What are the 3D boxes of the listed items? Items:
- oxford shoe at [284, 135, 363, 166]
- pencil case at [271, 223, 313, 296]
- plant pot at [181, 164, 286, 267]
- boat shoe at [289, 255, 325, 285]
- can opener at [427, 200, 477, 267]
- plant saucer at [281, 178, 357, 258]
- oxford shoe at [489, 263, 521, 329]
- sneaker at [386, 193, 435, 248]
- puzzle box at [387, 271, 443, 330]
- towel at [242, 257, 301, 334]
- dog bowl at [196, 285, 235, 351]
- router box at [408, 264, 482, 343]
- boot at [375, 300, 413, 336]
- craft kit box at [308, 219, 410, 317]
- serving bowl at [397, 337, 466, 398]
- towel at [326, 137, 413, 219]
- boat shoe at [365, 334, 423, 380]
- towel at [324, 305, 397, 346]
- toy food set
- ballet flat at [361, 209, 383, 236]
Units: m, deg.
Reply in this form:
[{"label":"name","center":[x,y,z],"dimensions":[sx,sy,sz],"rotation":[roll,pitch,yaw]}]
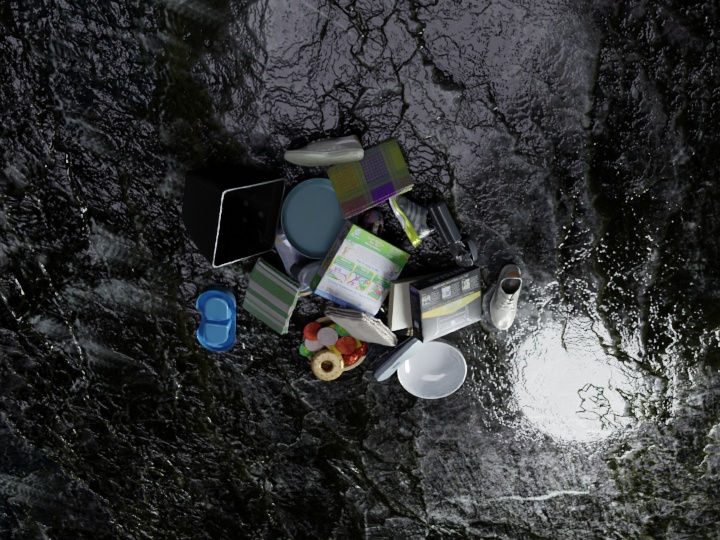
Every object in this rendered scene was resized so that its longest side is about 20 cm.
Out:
[{"label":"oxford shoe","center":[-0.088,-0.292,1.550],"dimensions":[0.197,0.075,0.059],"rotation":[-4,80,14]},{"label":"pencil case","center":[-0.170,-0.030,1.684],"dimensions":[0.090,0.083,0.202],"rotation":[-23,117,-14]},{"label":"plant pot","center":[-0.323,-0.155,1.553],"dimensions":[0.177,0.199,0.201],"rotation":[33,123,29]},{"label":"boat shoe","center":[-0.101,-0.015,1.652],"dimensions":[0.056,0.199,0.069],"rotation":[30,117,27]},{"label":"can opener","center":[0.243,-0.099,1.658],"dimensions":[0.053,0.067,0.201],"rotation":[-4,121,50]},{"label":"plant saucer","center":[-0.106,-0.131,1.616],"dimensions":[0.198,0.027,0.203],"rotation":[-1,94,-19]},{"label":"oxford shoe","center":[0.396,0.080,1.737],"dimensions":[0.074,0.058,0.202],"rotation":[3,120,-2]},{"label":"sneaker","center":[0.121,-0.159,1.621],"dimensions":[0.080,0.074,0.201],"rotation":[-31,117,2]},{"label":"puzzle box","center":[0.164,0.079,1.700],"dimensions":[0.198,0.025,0.135],"rotation":[-9,113,-28]},{"label":"towel","center":[-0.241,0.072,1.726],"dimensions":[0.152,0.023,0.201],"rotation":[33,134,10]},{"label":"dog bowl","center":[-0.402,0.132,1.802],"dimensions":[0.110,0.050,0.202],"rotation":[6,119,-1]},{"label":"router box","center":[0.228,0.084,1.692],"dimensions":[0.198,0.052,0.159],"rotation":[-18,117,-24]},{"label":"boot","center":[0.085,0.106,1.754],"dimensions":[0.149,0.073,0.202],"rotation":[2,122,2]},{"label":"craft kit box","center":[0.000,0.000,1.617],"dimensions":[0.199,0.049,0.199],"rotation":[26,102,-32]},{"label":"serving bowl","center":[0.204,0.271,1.842],"dimensions":[0.197,0.066,0.202],"rotation":[1,118,2]},{"label":"towel","center":[0.020,-0.226,1.568],"dimensions":[0.198,0.023,0.145],"rotation":[-24,77,14]},{"label":"boat shoe","center":[0.091,0.215,1.771],"dimensions":[0.070,0.091,0.200],"rotation":[4,138,-50]},{"label":"towel","center":[0.003,0.145,1.676],"dimensions":[0.131,0.035,0.200],"rotation":[8,158,32]},{"label":"toy food set","center":[-0.076,0.215,1.833],"dimensions":[0.198,0.049,0.199],"rotation":[-23,115,14]},{"label":"ballet flat","center":[0.016,-0.060,1.668],"dimensions":[0.068,0.071,0.202],"rotation":[13,119,-8]}]
